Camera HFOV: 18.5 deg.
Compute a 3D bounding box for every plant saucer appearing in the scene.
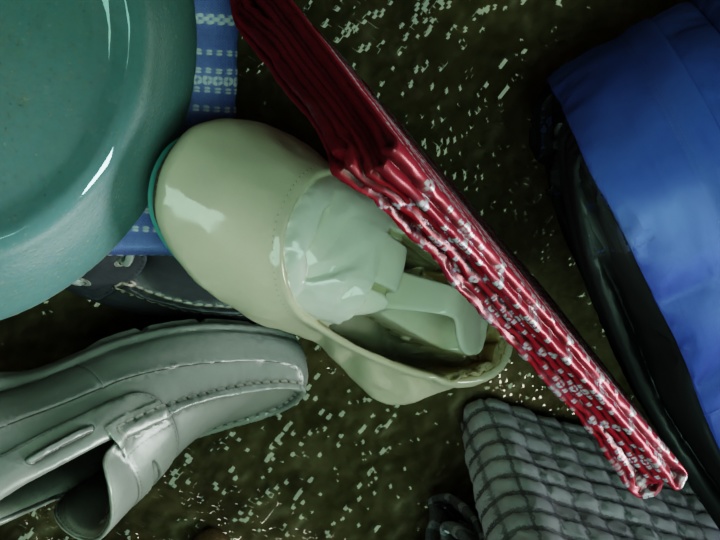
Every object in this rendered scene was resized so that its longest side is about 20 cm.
[{"bbox_3d":[-0.145,-0.076,0.718,0.200,0.036,0.200,-2,97,-20],"label":"plant saucer"}]

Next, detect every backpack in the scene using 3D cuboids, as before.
[{"bbox_3d":[0.163,-0.014,0.827,0.168,0.163,0.200,-32,108,4],"label":"backpack"}]

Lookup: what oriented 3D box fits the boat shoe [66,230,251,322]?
[{"bbox_3d":[-0.104,-0.018,0.810,0.200,0.063,0.073,20,108,-21],"label":"boat shoe"}]

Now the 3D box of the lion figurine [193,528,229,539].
[{"bbox_3d":[-0.019,0.193,0.892,0.200,0.123,0.072,37,101,-24],"label":"lion figurine"}]

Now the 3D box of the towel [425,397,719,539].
[{"bbox_3d":[0.126,0.149,0.886,0.200,0.166,0.086,16,115,-20],"label":"towel"}]

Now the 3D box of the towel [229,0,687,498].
[{"bbox_3d":[0.032,-0.013,0.772,0.022,0.145,0.200,-40,127,6],"label":"towel"}]

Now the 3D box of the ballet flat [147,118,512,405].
[{"bbox_3d":[0.000,0.000,0.802,0.069,0.069,0.200,-44,147,8],"label":"ballet flat"}]

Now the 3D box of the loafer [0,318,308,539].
[{"bbox_3d":[-0.103,0.067,0.816,0.200,0.070,0.070,-14,159,-31],"label":"loafer"}]

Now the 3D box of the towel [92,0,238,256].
[{"bbox_3d":[-0.111,-0.106,0.759,0.145,0.024,0.200,1,95,-20],"label":"towel"}]
